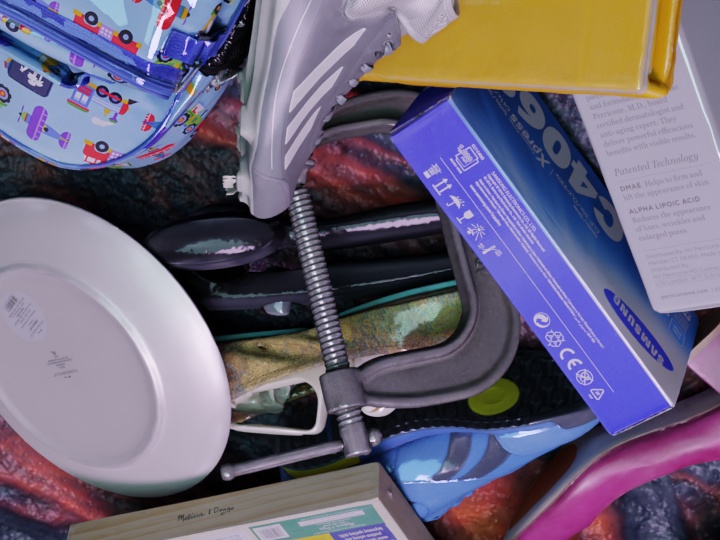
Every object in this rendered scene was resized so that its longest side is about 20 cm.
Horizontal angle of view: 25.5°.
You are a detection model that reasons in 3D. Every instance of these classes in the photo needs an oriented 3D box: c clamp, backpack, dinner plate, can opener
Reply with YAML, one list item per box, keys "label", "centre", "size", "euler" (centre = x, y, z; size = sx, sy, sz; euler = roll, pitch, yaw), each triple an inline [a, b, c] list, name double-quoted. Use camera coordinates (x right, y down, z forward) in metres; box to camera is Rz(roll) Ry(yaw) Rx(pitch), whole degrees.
- label: "c clamp"
  centre: [0.000, 0.000, 0.837]
  size: [0.170, 0.027, 0.201]
  euler: [-5, 76, -13]
- label: "backpack"
  centre: [-0.143, -0.142, 0.819]
  size: [0.182, 0.135, 0.200]
  euler: [33, 114, -3]
- label: "dinner plate"
  centre: [-0.163, 0.052, 0.908]
  size: [0.199, 0.024, 0.201]
  euler: [16, 125, 24]
- label: "can opener"
  centre: [-0.021, -0.006, 0.888]
  size: [0.199, 0.079, 0.064]
  euler: [-2, 102, -1]

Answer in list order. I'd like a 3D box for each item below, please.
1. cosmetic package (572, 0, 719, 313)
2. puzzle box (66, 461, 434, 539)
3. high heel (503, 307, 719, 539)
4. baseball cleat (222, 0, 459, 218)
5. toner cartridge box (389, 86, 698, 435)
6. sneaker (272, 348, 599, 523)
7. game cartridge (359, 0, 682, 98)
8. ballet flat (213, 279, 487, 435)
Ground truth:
- label: "cosmetic package"
  centre: [0.163, -0.090, 0.801]
  size: [0.074, 0.102, 0.201]
  euler: [-12, 108, 40]
- label: "puzzle box"
  centre: [-0.055, 0.174, 0.933]
  size: [0.199, 0.026, 0.133]
  euler: [-13, 137, 18]
- label: "high heel"
  centre: [0.172, 0.118, 0.899]
  size: [0.096, 0.067, 0.200]
  euler: [42, 110, -5]
- label: "baseball cleat"
  centre: [-0.009, -0.101, 0.753]
  size: [0.106, 0.070, 0.201]
  euler: [2, 136, -8]
- label: "toner cartridge box"
  centre: [0.102, -0.020, 0.842]
  size: [0.043, 0.095, 0.200]
  euler: [-30, 104, 32]
- label: "sneaker"
  centre: [0.051, 0.103, 0.920]
  size: [0.199, 0.066, 0.079]
  euler: [-16, 124, 12]
- label: "game cartridge"
  centre: [0.066, -0.175, 0.753]
  size: [0.199, 0.032, 0.177]
  euler: [10, 95, 43]
- label: "ballet flat"
  centre: [-0.014, 0.057, 0.901]
  size: [0.199, 0.071, 0.071]
  euler: [-13, 107, 16]
